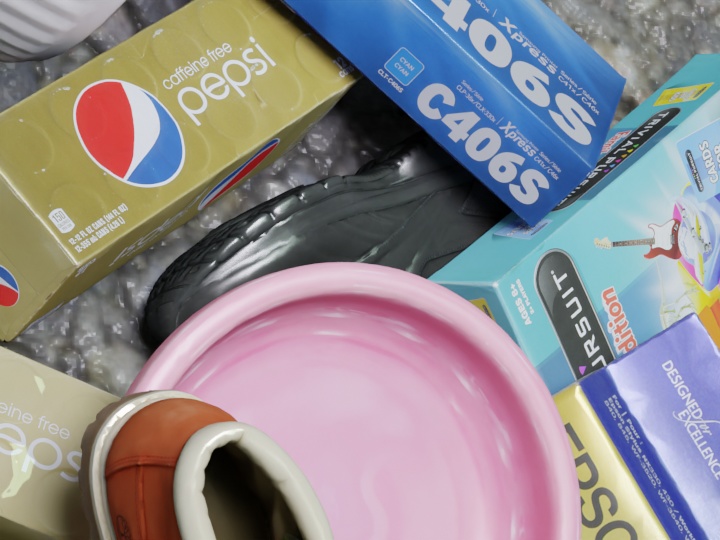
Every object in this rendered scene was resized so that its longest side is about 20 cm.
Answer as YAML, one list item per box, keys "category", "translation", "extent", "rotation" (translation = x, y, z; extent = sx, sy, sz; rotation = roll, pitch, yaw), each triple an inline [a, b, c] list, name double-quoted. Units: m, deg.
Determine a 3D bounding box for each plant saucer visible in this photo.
- category: "plant saucer"
  translation: [-0.012, 0.098, 1.027]
  extent: [0.200, 0.051, 0.201]
  rotation: [2, 86, -24]

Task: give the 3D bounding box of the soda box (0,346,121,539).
- category: "soda box"
  translation: [-0.165, 0.064, 1.036]
  extent: [0.200, 0.064, 0.068]
  rotation: [25, 61, -17]

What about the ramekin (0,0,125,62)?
- category: "ramekin"
  translation: [-0.131, -0.179, 1.074]
  extent: [0.105, 0.200, 0.201]
  rotation: [34, 59, -24]

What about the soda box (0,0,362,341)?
- category: "soda box"
  translation: [-0.089, -0.053, 1.086]
  extent: [0.068, 0.064, 0.200]
  rotation: [49, 43, 3]

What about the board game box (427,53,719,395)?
- category: "board game box"
  translation: [0.135, 0.016, 1.190]
  extent: [0.200, 0.047, 0.151]
  rotation: [-39, 115, -33]

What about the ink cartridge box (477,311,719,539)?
- category: "ink cartridge box"
  translation: [0.102, 0.151, 1.092]
  extent: [0.200, 0.047, 0.198]
  rotation: [-32, 86, 8]

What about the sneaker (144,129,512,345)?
- category: "sneaker"
  translation: [0.000, 0.000, 1.146]
  extent: [0.200, 0.076, 0.091]
  rotation: [-24, 91, -30]

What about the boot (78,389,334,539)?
- category: "boot"
  translation: [-0.036, 0.140, 0.931]
  extent: [0.075, 0.107, 0.201]
  rotation: [-24, 98, -24]

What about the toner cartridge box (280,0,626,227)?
- category: "toner cartridge box"
  translation: [0.023, -0.116, 1.138]
  extent: [0.200, 0.043, 0.095]
  rotation: [41, 29, -10]
